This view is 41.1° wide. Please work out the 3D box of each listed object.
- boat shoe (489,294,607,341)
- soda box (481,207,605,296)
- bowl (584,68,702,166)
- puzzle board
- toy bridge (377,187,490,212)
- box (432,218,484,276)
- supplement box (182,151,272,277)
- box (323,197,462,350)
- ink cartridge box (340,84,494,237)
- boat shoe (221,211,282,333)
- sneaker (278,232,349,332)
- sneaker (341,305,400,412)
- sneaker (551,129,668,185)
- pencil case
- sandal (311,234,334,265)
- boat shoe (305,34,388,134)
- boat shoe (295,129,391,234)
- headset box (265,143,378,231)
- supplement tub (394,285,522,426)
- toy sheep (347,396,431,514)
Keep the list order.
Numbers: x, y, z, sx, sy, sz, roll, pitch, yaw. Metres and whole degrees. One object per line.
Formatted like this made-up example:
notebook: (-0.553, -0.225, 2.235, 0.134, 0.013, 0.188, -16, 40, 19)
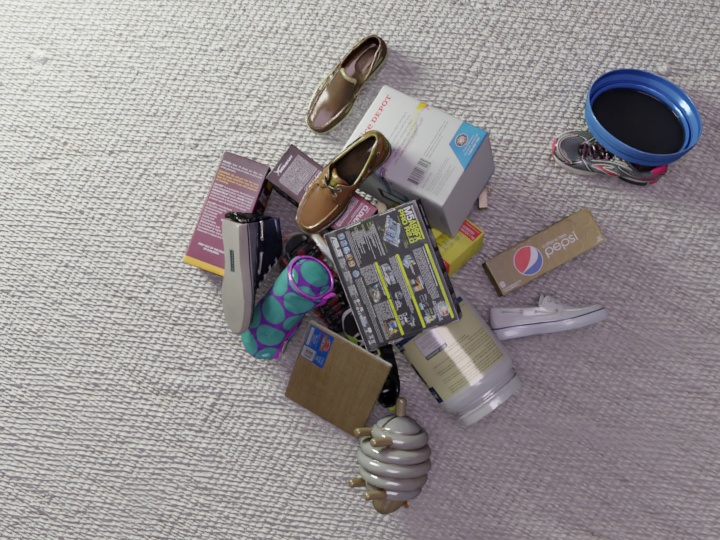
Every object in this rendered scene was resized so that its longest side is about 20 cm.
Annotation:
boat shoe: (0.317, 0.072, 1.633, 0.199, 0.074, 0.067, -11, 88, 1)
soda box: (0.312, -0.031, 1.647, 0.200, 0.064, 0.068, -28, 85, -1)
bowl: (0.476, -0.259, 1.629, 0.200, 0.039, 0.201, 5, 55, -7)
puzzle board: (-0.039, 0.181, 1.591, 0.150, 0.200, 0.017, 29, 43, 9)
toy bridge: (0.127, -0.135, 1.677, 0.199, 0.027, 0.068, -4, 84, 2)
box: (0.118, -0.013, 1.613, 0.075, 0.050, 0.200, 40, 63, 22)
supplement box: (-0.220, -0.090, 1.640, 0.085, 0.110, 0.201, 20, 87, 3)
box: (0.052, 0.007, 1.509, 0.160, 0.044, 0.201, -20, 93, 14)
ink cartridge box: (0.097, -0.180, 1.591, 0.200, 0.146, 0.147, 29, 80, 20)
boat shoe: (-0.171, 0.001, 1.567, 0.093, 0.075, 0.201, -9, 109, -38)
sneaker: (-0.079, 0.019, 1.650, 0.071, 0.098, 0.201, -39, 109, -16)
sneaker: (0.029, 0.145, 1.593, 0.071, 0.083, 0.200, -23, 116, 1)
sneaker: (0.430, -0.202, 1.652, 0.199, 0.075, 0.081, 10, 86, 3)
pencil case: (-0.121, 0.065, 1.581, 0.093, 0.085, 0.200, 51, 133, 14)
sandal: (-0.001, -0.001, 1.644, 0.059, 0.079, 0.207, -41, 84, 1)
boat shoe: (-0.029, -0.329, 1.672, 0.075, 0.075, 0.203, 34, 87, 4)
boat shoe: (-0.036, -0.142, 1.501, 0.072, 0.068, 0.200, 41, 98, 10)
headset box: (-0.052, -0.113, 1.619, 0.200, 0.149, 0.077, 36, 88, 4)
supplement tub: (0.161, 0.142, 1.596, 0.145, 0.145, 0.200, -37, 85, -2)
toy sheep: (0.054, 0.309, 1.592, 0.137, 0.138, 0.201, 10, 102, 2)
